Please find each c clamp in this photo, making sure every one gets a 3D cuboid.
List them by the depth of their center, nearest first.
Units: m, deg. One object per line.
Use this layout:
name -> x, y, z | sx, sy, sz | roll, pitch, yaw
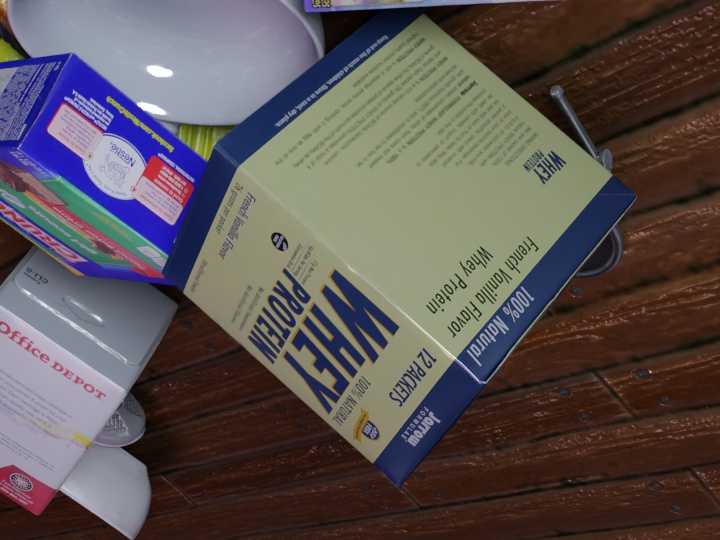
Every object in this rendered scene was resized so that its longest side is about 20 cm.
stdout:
c clamp -> 0.099, -0.052, 0.949 | 0.198, 0.027, 0.171 | -9, 134, 41

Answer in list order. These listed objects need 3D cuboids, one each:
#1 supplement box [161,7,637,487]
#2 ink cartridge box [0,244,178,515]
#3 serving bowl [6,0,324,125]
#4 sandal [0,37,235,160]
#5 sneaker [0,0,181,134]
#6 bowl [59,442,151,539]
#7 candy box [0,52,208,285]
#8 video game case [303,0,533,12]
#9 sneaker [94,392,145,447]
supplement box -> 0.024, -0.022, 0.836 | 0.199, 0.200, 0.135 | 40, 141, 6
ink cartridge box -> -0.289, 0.089, 1.250 | 0.145, 0.145, 0.200 | 35, 124, -8
serving bowl -> -0.115, -0.167, 0.842 | 0.197, 0.067, 0.201 | 7, 157, 3
sandal -> -0.179, -0.129, 1.026 | 0.198, 0.080, 0.087 | 19, 177, 6
sneaker -> -0.194, -0.175, 0.944 | 0.200, 0.088, 0.075 | 44, 167, -18
bowl -> -0.312, 0.208, 1.484 | 0.199, 0.075, 0.200 | 37, 166, -9
candy box -> -0.195, -0.065, 0.924 | 0.169, 0.078, 0.199 | 39, 161, -33
video game case -> 0.052, -0.220, 0.680 | 0.178, 0.046, 0.201 | -3, 146, 1
sneaker -> -0.292, 0.106, 1.379 | 0.200, 0.075, 0.082 | 45, 143, -19
